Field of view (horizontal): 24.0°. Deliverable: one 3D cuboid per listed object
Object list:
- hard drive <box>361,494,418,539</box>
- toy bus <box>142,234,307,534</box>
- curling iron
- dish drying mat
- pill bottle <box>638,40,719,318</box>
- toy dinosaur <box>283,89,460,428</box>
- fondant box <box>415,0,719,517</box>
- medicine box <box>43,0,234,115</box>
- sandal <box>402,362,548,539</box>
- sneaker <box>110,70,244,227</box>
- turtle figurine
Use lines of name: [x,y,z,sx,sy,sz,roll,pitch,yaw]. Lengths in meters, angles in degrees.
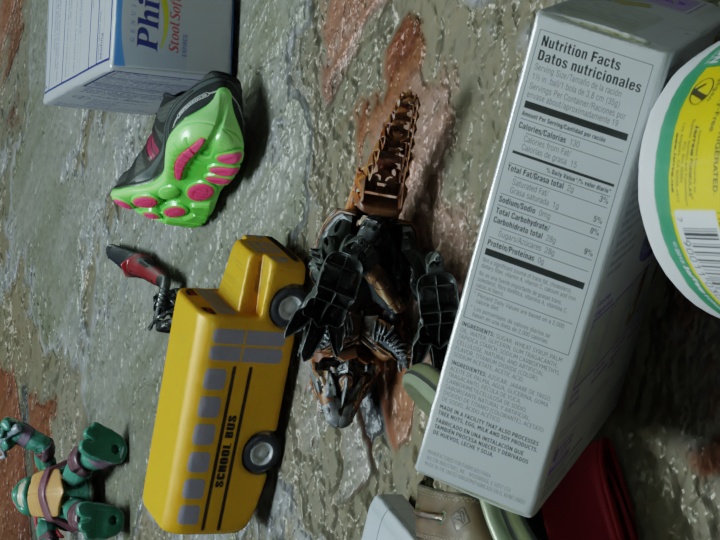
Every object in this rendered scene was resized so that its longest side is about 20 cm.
hard drive: [0.042,0.229,0.932,0.200,0.026,0.133,42,124,58]
toy bus: [-0.094,0.078,1.175,0.065,0.078,0.202,39,121,59]
curling iron: [-0.191,0.006,1.446,0.200,0.025,0.050,34,114,61]
dish drying mat: [0.066,0.164,0.853,0.200,0.018,0.077,-44,46,38]
pill bottle: [0.191,-0.032,0.559,0.200,0.112,0.114,-175,89,-65]
toy dinosaur: [0.000,0.000,0.986,0.136,0.101,0.202,-107,7,-68]
fondant box: [0.094,-0.015,0.727,0.058,0.144,0.202,21,111,16]
medicine box: [-0.181,-0.232,1.370,0.200,0.102,0.184,-6,81,63]
sandal: [0.056,0.122,0.786,0.057,0.080,0.202,-29,49,6]
sneaker: [-0.133,-0.091,1.308,0.200,0.076,0.085,-31,42,56]
turtle figurine: [-0.284,0.201,1.532,0.199,0.100,0.151,-17,85,47]
